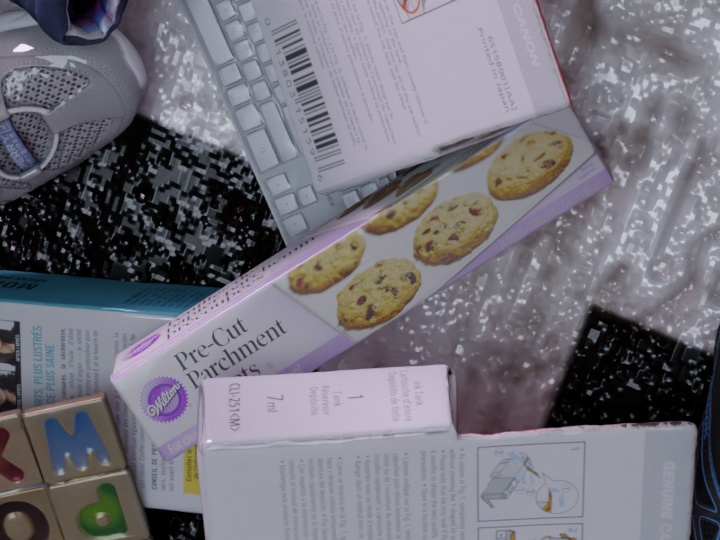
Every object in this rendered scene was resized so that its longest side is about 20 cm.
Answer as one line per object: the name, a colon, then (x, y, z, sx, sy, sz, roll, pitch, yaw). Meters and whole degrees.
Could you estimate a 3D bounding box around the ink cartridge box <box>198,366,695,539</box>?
ink cartridge box: (0.032, 0.126, 0.798, 0.172, 0.044, 0.201, -3, 125, -1)

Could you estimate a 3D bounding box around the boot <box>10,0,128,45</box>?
boot: (-0.097, -0.185, 0.765, 0.090, 0.073, 0.201, 39, 126, 32)

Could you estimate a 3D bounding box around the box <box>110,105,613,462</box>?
box: (0.000, 0.000, 0.792, 0.199, 0.039, 0.042, -31, 103, 3)

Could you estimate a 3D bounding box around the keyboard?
keyboard: (-0.031, -0.078, 0.830, 0.056, 0.011, 0.201, -22, 95, 19)

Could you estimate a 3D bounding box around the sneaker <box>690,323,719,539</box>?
sneaker: (0.145, 0.095, 0.781, 0.073, 0.082, 0.201, 5, 105, 12)

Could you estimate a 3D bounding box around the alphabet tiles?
alphabet tiles: (-0.176, 0.140, 0.854, 0.199, 0.008, 0.168, -12, 118, 4)

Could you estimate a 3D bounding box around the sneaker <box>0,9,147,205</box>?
sneaker: (-0.170, -0.031, 0.825, 0.199, 0.082, 0.075, -26, 130, 11)

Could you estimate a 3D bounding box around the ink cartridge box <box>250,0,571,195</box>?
ink cartridge box: (0.007, -0.138, 0.731, 0.173, 0.043, 0.201, -14, 96, 59)

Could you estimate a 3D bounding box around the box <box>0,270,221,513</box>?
box: (-0.146, 0.045, 0.868, 0.199, 0.049, 0.083, 5, 103, 15)
